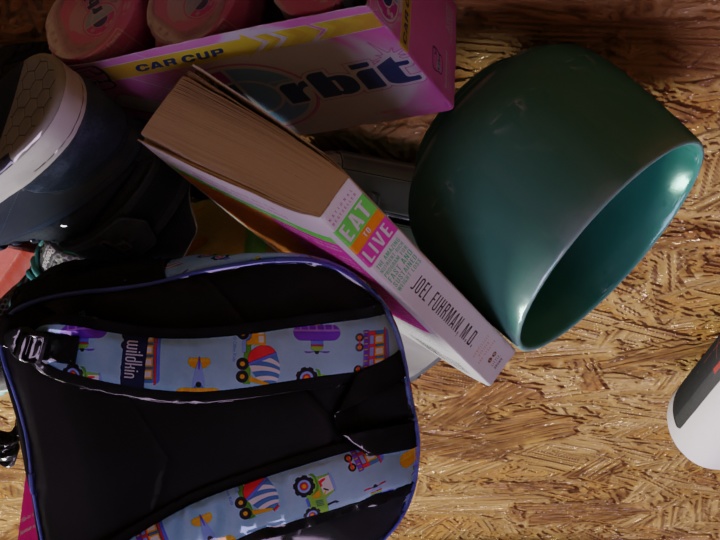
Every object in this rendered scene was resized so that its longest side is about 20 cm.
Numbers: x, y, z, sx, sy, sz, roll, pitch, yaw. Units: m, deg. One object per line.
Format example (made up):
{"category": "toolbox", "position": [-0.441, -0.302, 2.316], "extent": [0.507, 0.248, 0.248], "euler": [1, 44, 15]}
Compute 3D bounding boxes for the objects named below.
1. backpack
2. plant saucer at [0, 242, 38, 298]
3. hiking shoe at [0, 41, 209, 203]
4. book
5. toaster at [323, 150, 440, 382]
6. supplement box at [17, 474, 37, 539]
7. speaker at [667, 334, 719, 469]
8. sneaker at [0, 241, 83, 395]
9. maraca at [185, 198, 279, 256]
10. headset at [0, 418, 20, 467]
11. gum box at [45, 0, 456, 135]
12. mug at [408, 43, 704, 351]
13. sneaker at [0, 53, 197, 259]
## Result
{"category": "backpack", "position": [-0.073, 0.073, 0.991], "extent": [0.198, 0.185, 0.135], "euler": [-12, -172, -2]}
{"category": "plant saucer", "position": [-0.328, -0.009, 1.348], "extent": [0.198, 0.037, 0.200], "euler": [11, 155, -21]}
{"category": "hiking shoe", "position": [-0.151, -0.072, 1.135], "extent": [0.198, 0.077, 0.101], "euler": [15, 150, -28]}
{"category": "book", "position": [-0.011, -0.015, 1.006], "extent": [0.133, 0.048, 0.200], "euler": [32, 172, 38]}
{"category": "toaster", "position": [0.000, 0.000, 1.242], "extent": [0.128, 0.115, 0.200], "euler": [14, 156, -17]}
{"category": "supplement box", "position": [-0.176, 0.183, 1.351], "extent": [0.100, 0.202, 0.103], "euler": [19, 151, -32]}
{"category": "speaker", "position": [0.292, 0.081, 1.430], "extent": [0.080, 0.082, 0.200], "euler": [5, 157, -5]}
{"category": "sneaker", "position": [-0.192, 0.003, 1.252], "extent": [0.199, 0.078, 0.091], "euler": [-37, 148, 6]}
{"category": "maraca", "position": [-0.094, 0.023, 1.149], "extent": [0.106, 0.138, 0.200], "euler": [22, 167, -15]}
{"category": "headset", "position": [-0.273, 0.038, 1.194], "extent": [0.094, 0.123, 0.201], "euler": [28, 148, 42]}
{"category": "gum box", "position": [-0.061, -0.123, 1.018], "extent": [0.198, 0.067, 0.113], "euler": [-8, 155, 24]}
{"category": "mug", "position": [0.096, -0.040, 1.079], "extent": [0.152, 0.114, 0.186], "euler": [-33, 158, -35]}
{"category": "sneaker", "position": [-0.181, -0.025, 1.045], "extent": [0.201, 0.078, 0.146], "euler": [-29, 145, 28]}
